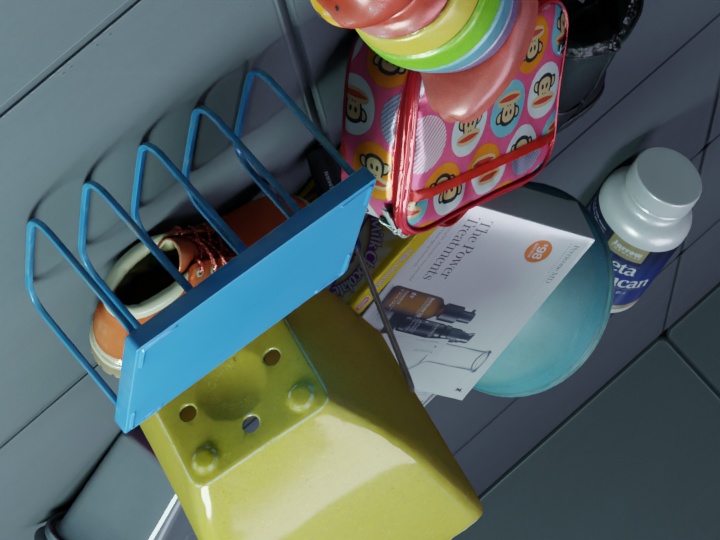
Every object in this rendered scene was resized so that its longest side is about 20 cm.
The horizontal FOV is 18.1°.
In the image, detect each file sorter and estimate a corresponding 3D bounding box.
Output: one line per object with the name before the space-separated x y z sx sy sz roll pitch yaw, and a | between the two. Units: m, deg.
file sorter | -0.111 -0.017 1.499 0.200 0.123 0.139 -37 165 -23

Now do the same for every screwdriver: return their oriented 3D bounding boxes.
screwdriver | 0.000 0.000 1.722 0.029 0.201 0.028 -15 176 -24

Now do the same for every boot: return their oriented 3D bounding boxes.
boot | 0.143 -0.153 1.882 0.200 0.076 0.168 -38 165 -20
boot | -0.109 -0.005 1.655 0.200 0.075 0.107 -36 160 -21

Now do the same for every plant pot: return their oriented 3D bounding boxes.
plant pot | -0.058 0.122 1.660 0.195 0.195 0.200 -33 147 2
plant pot | 0.096 0.003 2.017 0.200 0.200 0.188 -46 151 16

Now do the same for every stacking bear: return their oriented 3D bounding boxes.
stacking bear | 0.030 -0.182 1.441 0.114 0.122 0.200 -44 159 14

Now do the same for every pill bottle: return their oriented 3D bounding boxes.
pill bottle | 0.307 -0.049 2.559 0.111 0.111 0.200 -32 162 -36

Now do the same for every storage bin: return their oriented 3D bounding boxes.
storage bin | -0.168 0.210 2.018 0.135 0.145 0.200 -59 161 20

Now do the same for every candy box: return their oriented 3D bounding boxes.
candy box | -0.026 -0.011 1.787 0.200 0.102 0.026 -49 157 22

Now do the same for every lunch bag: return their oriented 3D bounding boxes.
lunch bag | 0.067 -0.111 1.666 0.200 0.082 0.177 -26 132 -45

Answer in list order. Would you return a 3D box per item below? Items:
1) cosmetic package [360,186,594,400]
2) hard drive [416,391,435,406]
cosmetic package | 0.072 0.012 1.842 0.150 0.052 0.200 12 129 -35
hard drive | 0.072 0.113 2.558 0.200 0.038 0.140 -46 166 10
